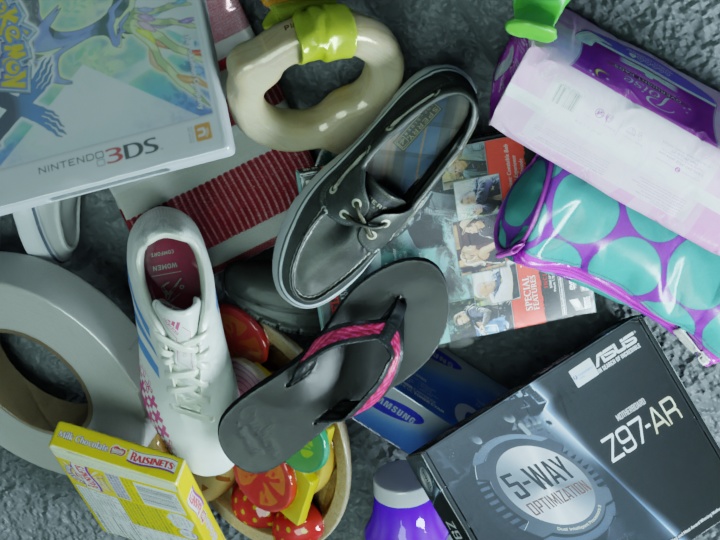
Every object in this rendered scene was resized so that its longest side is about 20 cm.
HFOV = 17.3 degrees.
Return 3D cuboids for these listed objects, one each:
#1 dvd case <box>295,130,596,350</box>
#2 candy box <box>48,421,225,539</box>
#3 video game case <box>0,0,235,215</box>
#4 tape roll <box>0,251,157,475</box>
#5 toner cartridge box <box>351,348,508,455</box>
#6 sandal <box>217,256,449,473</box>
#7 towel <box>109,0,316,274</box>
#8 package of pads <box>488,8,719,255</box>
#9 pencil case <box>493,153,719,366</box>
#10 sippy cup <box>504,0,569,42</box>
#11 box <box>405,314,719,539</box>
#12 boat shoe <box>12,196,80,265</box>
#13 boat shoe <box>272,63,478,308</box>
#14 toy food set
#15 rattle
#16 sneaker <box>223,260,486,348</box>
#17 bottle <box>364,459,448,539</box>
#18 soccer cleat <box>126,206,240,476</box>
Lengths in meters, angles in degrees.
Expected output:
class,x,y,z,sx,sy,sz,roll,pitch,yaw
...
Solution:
class,x,y,z,sx,sy,sz,roll,pitch,yaw
dvd case,0.062,-0.020,1.673,0.199,0.022,0.147,-12,108,-8
candy box,-0.163,0.170,1.770,0.102,0.027,0.200,18,159,13
video game case,-0.191,-0.153,1.621,0.181,0.022,0.201,-14,77,9
tape roll,-0.238,0.073,1.779,0.202,0.037,0.204,19,138,18
toner cartridge box,0.085,0.119,1.752,0.199,0.095,0.043,33,117,-8
sandal,-0.013,0.072,1.648,0.200,0.045,0.075,-41,102,1
towel,-0.118,-0.093,1.690,0.143,0.023,0.201,-25,118,0
package of pads,0.185,-0.098,1.600,0.199,0.121,0.076,28,114,-6
pencil case,0.191,-0.008,1.645,0.199,0.093,0.085,27,157,-17
sippy cup,0.128,-0.246,1.501,0.139,0.130,0.179,-23,90,5
box,0.156,0.150,1.694,0.199,0.044,0.161,-30,91,-17
boat shoe,-0.217,-0.093,1.706,0.065,0.074,0.201,3,120,13
boat shoe,0.009,-0.055,1.611,0.068,0.057,0.200,35,98,-17
toy food set,-0.086,0.119,1.766,0.200,0.049,0.199,38,132,26
rattle,-0.035,-0.143,1.667,0.130,0.143,0.200,-40,147,1
sneaker,0.000,0.000,1.720,0.199,0.076,0.091,4,110,-8
bottle,0.038,0.243,1.833,0.065,0.084,0.201,1,119,10
soccer cleat,-0.127,0.055,1.671,0.069,0.086,0.201,-13,100,-5
